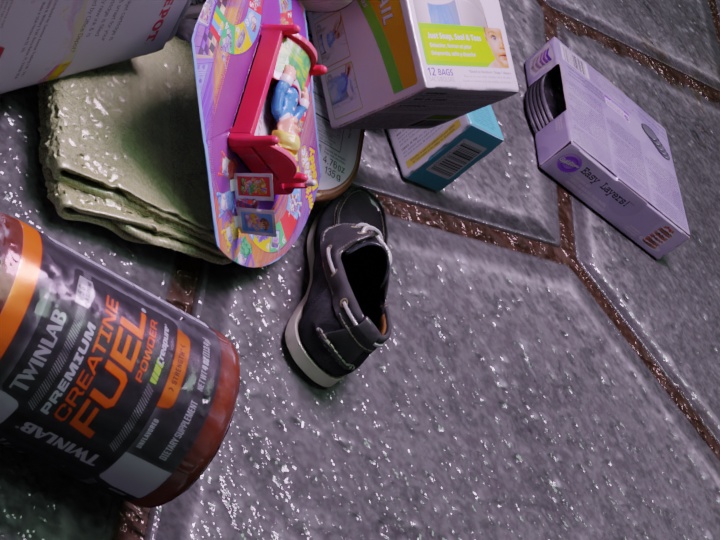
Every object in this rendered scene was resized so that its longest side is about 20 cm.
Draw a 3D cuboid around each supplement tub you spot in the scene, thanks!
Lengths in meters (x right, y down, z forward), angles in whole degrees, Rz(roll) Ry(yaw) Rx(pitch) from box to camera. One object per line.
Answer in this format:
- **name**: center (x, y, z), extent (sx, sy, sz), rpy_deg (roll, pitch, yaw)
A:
- **supplement tub**: center (-0.167, 0.040, 0.767), extent (0.199, 0.107, 0.107), rpy_deg (31, 36, -30)

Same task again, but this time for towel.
- **towel**: center (-0.154, -0.099, 0.996), extent (0.148, 0.036, 0.201), rpy_deg (23, 42, -38)

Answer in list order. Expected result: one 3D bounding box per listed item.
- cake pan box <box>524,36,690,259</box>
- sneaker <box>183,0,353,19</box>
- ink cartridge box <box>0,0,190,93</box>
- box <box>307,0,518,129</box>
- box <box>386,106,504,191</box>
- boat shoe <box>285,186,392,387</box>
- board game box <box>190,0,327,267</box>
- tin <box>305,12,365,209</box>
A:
- **cake pan box**: center (0.257, -0.132, 1.565), extent (0.199, 0.052, 0.185), rpy_deg (33, 33, -29)
- **sneaker**: center (-0.097, -0.233, 1.062), extent (0.086, 0.199, 0.078), rpy_deg (33, 61, -61)
- **ink cartridge box**: center (-0.187, -0.189, 0.895), extent (0.086, 0.148, 0.199), rpy_deg (49, 42, 13)
- **box**: center (0.028, -0.216, 1.114), extent (0.112, 0.101, 0.202), rpy_deg (-5, 81, -45)
- **box**: center (0.053, -0.175, 1.307), extent (0.049, 0.082, 0.201), rpy_deg (18, 45, -45)
- **boat shoe**: center (0.000, 0.000, 1.070), extent (0.072, 0.068, 0.201), rpy_deg (39, 31, -18)
- **board game box**: center (-0.050, -0.103, 0.992), extent (0.158, 0.039, 0.202), rpy_deg (-37, 126, -59)
- **tin**: center (-0.041, -0.140, 1.121), extent (0.112, 0.042, 0.201), rpy_deg (30, 58, -39)
